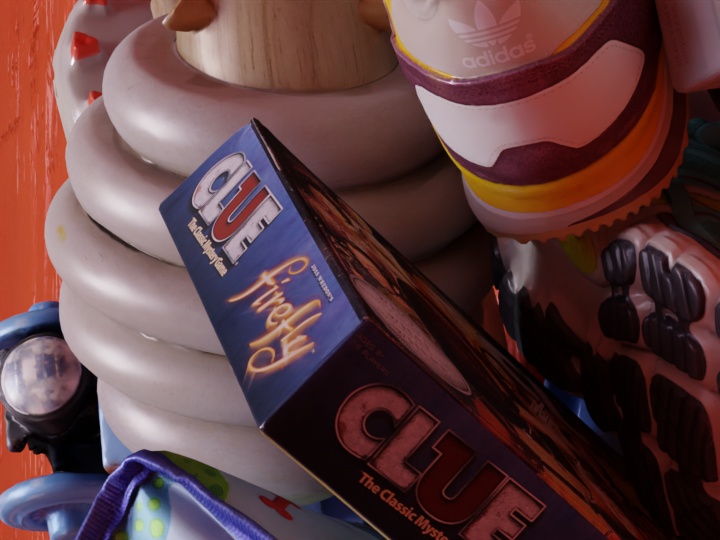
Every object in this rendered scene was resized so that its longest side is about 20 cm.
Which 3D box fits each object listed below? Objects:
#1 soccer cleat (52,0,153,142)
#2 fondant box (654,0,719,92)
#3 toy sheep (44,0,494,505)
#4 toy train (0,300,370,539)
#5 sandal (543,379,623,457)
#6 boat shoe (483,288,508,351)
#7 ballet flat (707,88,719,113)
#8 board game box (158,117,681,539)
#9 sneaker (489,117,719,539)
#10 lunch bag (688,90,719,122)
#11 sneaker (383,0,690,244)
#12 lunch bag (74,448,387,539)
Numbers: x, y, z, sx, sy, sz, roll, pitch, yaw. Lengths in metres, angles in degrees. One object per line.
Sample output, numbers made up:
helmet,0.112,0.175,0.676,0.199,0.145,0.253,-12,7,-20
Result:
soccer cleat,-0.083,-0.034,1.165,0.078,0.069,0.201,101,162,-47
fondant box,0.114,-0.131,0.593,0.200,0.058,0.145,152,108,-65
toy sheep,-0.023,-0.005,0.816,0.138,0.137,0.201,-119,25,-63
toy train,-0.056,0.059,1.039,0.200,0.114,0.087,55,-155,-66
sandal,0.055,0.114,0.837,0.079,0.087,0.201,131,136,-66
boat shoe,0.000,0.000,0.953,0.074,0.060,0.200,-88,-21,-44
ballet flat,0.108,-0.125,0.748,0.057,0.066,0.201,-18,64,28
board game box,0.043,0.058,0.706,0.035,0.200,0.136,-45,24,6
sneaker,0.093,0.009,0.706,0.200,0.079,0.078,-124,25,-58
lunch bag,0.055,-0.122,0.871,0.161,0.082,0.201,130,138,-64
sneaker,0.035,-0.105,0.715,0.090,0.075,0.201,63,-168,-46
lunch bag,0.017,0.145,0.717,0.128,0.200,0.170,-51,-22,4
